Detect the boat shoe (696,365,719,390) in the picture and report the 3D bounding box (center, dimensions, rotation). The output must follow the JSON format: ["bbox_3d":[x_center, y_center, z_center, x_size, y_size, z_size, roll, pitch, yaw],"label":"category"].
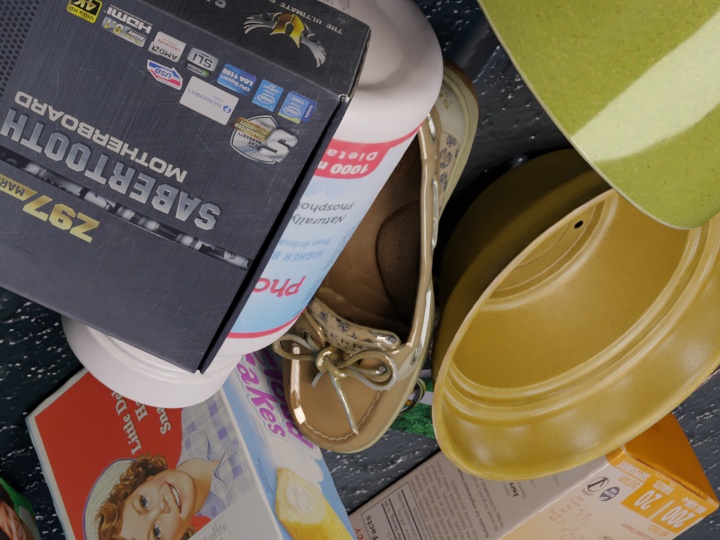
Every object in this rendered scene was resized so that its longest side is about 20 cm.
[{"bbox_3d":[0.218,0.012,1.259,0.072,0.065,0.200,7,136,-40],"label":"boat shoe"}]

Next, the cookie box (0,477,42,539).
[{"bbox_3d":[-0.265,0.140,1.120,0.170,0.076,0.200,-29,147,6],"label":"cookie box"}]

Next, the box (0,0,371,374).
[{"bbox_3d":[-0.116,-0.063,0.871,0.199,0.051,0.158,26,132,-7],"label":"box"}]

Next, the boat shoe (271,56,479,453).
[{"bbox_3d":[0.000,0.000,1.054,0.073,0.063,0.202,16,116,10],"label":"boat shoe"}]

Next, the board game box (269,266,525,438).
[{"bbox_3d":[0.031,0.043,1.222,0.199,0.024,0.105,16,127,-44],"label":"board game box"}]

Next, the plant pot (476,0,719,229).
[{"bbox_3d":[0.160,-0.145,0.874,0.199,0.188,0.187,-32,147,25],"label":"plant pot"}]

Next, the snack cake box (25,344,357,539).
[{"bbox_3d":[-0.073,0.123,1.104,0.115,0.201,0.067,-40,144,22],"label":"snack cake box"}]

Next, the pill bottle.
[{"bbox_3d":[-0.054,-0.036,0.983,0.108,0.109,0.201,1,138,-33],"label":"pill bottle"}]

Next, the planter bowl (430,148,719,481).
[{"bbox_3d":[0.101,0.003,1.143,0.199,0.084,0.201,-23,141,-20],"label":"planter bowl"}]

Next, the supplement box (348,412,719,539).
[{"bbox_3d":[0.090,0.148,1.357,0.199,0.074,0.126,-37,144,18],"label":"supplement box"}]
